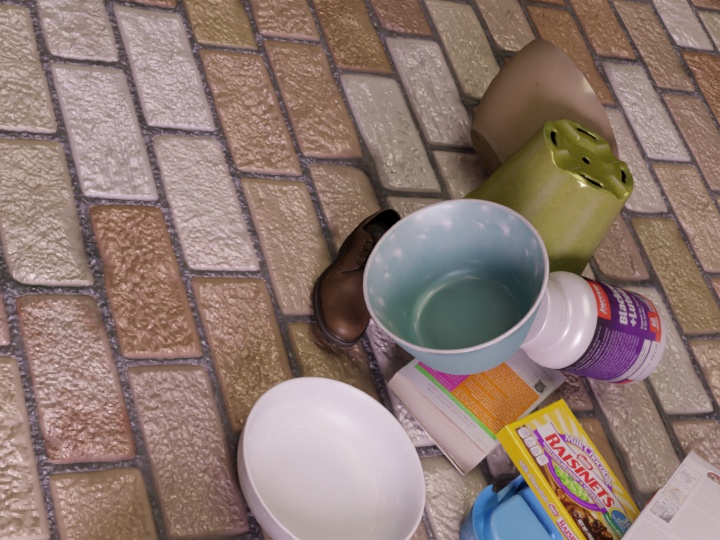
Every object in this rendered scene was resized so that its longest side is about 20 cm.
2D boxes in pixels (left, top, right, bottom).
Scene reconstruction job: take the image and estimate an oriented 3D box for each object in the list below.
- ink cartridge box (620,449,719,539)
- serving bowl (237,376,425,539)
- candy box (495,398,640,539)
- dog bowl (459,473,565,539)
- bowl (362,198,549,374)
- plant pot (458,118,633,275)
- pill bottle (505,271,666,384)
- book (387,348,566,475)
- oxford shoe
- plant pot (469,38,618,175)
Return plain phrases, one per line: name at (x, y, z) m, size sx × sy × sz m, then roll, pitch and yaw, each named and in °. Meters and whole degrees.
ink cartridge box at (0.327, 0.286, 1.409) m, size 0.109 × 0.051 × 0.200 m, roll 34°, pitch 52°, yaw 19°
serving bowl at (-0.037, 0.206, 1.363) m, size 0.199 × 0.066 × 0.201 m, roll 18°, pitch 48°, yaw -21°
candy box at (0.235, 0.237, 1.473) m, size 0.102 × 0.026 × 0.201 m, roll -17°, pitch 66°, yaw -43°
dog bowl at (0.184, 0.269, 1.468) m, size 0.199 × 0.050 × 0.112 m, roll -22°, pitch 69°, yaw -42°
bowl at (0.109, 0.032, 1.497) m, size 0.199 × 0.105 × 0.202 m, roll -7°, pitch 54°, yaw 10°
plant pot at (0.223, -0.073, 1.659) m, size 0.199 × 0.185 × 0.201 m, roll 23°, pitch 38°, yaw -19°
pill bottle at (0.252, 0.063, 1.595) m, size 0.199 × 0.111 × 0.112 m, roll 15°, pitch 47°, yaw -40°
book at (0.134, 0.124, 1.560) m, size 0.134 × 0.048 × 0.200 m, roll 46°, pitch 42°, yaw 10°
oxford shoe at (0.000, 0.000, 1.547) m, size 0.072 × 0.084 × 0.201 m, roll 29°, pitch 46°, yaw -11°
plant pot at (0.221, -0.177, 1.786) m, size 0.134 × 0.201 × 0.201 m, roll -32°, pitch 72°, yaw -8°
